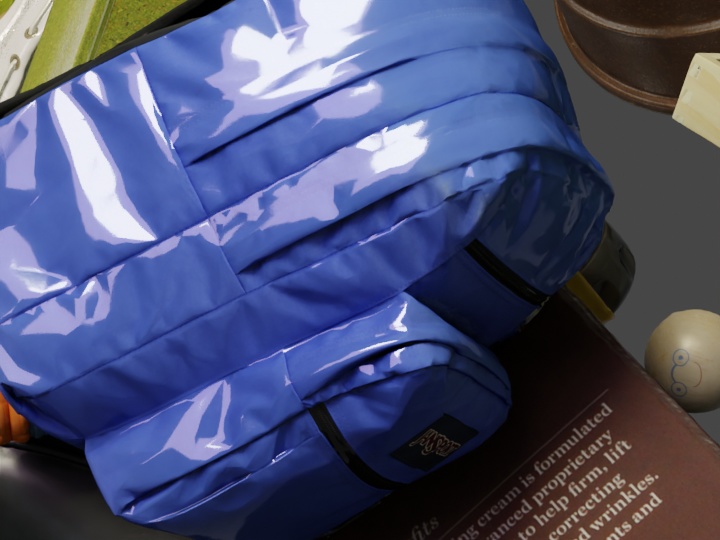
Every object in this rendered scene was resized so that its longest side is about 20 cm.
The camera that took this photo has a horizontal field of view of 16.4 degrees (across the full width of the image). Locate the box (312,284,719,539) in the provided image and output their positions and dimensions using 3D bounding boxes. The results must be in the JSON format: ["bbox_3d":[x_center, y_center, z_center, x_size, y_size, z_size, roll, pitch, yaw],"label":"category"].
[{"bbox_3d":[0.082,0.138,0.893,0.166,0.164,0.200,-41,46,1],"label":"box"}]

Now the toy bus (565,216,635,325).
[{"bbox_3d":[0.000,0.000,1.040,0.192,0.136,0.200,-42,14,12],"label":"toy bus"}]

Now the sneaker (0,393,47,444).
[{"bbox_3d":[-0.108,0.013,1.056,0.078,0.076,0.200,2,31,2],"label":"sneaker"}]

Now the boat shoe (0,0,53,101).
[{"bbox_3d":[-0.141,-0.126,1.293,0.200,0.071,0.069,-53,48,1],"label":"boat shoe"}]

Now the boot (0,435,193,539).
[{"bbox_3d":[-0.113,0.159,1.021,0.200,0.076,0.169,17,62,1],"label":"boot"}]

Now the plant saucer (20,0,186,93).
[{"bbox_3d":[-0.049,-0.119,1.174,0.199,0.048,0.200,13,61,4],"label":"plant saucer"}]

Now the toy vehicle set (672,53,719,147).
[{"bbox_3d":[0.229,-0.043,0.922,0.124,0.200,0.027,38,121,44],"label":"toy vehicle set"}]

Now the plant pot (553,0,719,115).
[{"bbox_3d":[0.138,-0.205,1.079,0.200,0.198,0.201,-16,51,21],"label":"plant pot"}]

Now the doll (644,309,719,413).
[{"bbox_3d":[0.203,0.037,0.924,0.199,0.137,0.048,4,22,23],"label":"doll"}]

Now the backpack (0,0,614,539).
[{"bbox_3d":[-0.013,-0.009,0.842,0.200,0.162,0.168,-31,75,10],"label":"backpack"}]
